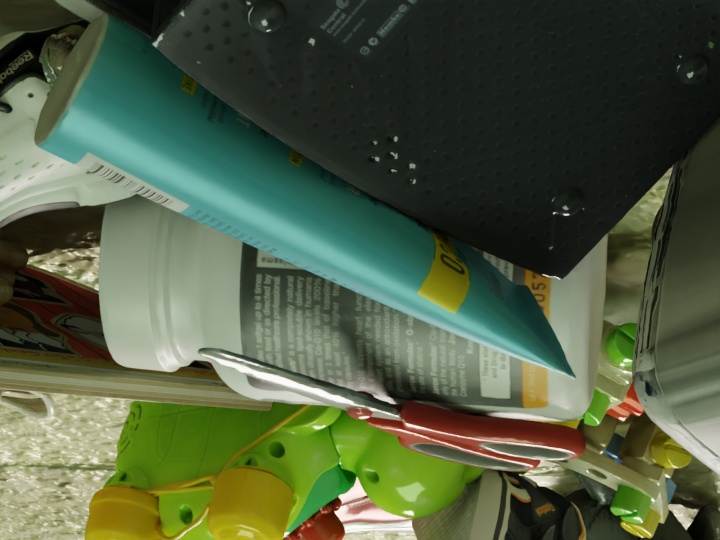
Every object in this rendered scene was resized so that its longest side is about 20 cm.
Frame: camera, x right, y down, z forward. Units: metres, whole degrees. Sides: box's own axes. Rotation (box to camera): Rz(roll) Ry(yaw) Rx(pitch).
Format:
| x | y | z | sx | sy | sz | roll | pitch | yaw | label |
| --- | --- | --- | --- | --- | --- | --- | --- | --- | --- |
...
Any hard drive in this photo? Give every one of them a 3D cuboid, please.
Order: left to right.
| x | y | z | sx | sy | sz | roll | pitch | yaw | label |
| --- | --- | --- | --- | --- | --- | --- | --- | --- | --- |
| 0.038 | -0.084 | 0.699 | 0.200 | 0.042 | 0.135 | 28 | 113 | -38 | hard drive |

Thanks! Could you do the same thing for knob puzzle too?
| x | y | z | sx | sy | sz | roll | pitch | yaw | label |
| --- | --- | --- | --- | --- | --- | --- | --- | --- | --- |
| -0.160 | 0.008 | 0.960 | 0.220 | 0.030 | 0.220 | 19 | -171 | -3 | knob puzzle |

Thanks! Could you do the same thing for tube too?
| x | y | z | sx | sy | sz | roll | pitch | yaw | label |
| --- | --- | --- | --- | --- | --- | --- | --- | --- | --- |
| -0.015 | -0.020 | 0.732 | 0.200 | 0.077 | 0.050 | 28 | 112 | -19 | tube |

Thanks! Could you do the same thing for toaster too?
| x | y | z | sx | sy | sz | roll | pitch | yaw | label |
| --- | --- | --- | --- | --- | --- | --- | --- | --- | --- |
| 0.176 | 0.000 | 0.719 | 0.114 | 0.200 | 0.129 | 35 | 145 | -26 | toaster |

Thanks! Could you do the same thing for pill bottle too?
| x | y | z | sx | sy | sz | roll | pitch | yaw | label |
| --- | --- | --- | --- | --- | --- | --- | --- | --- | --- |
| 0.000 | 0.000 | 0.871 | 0.200 | 0.116 | 0.116 | 4 | 154 | 9 | pill bottle |

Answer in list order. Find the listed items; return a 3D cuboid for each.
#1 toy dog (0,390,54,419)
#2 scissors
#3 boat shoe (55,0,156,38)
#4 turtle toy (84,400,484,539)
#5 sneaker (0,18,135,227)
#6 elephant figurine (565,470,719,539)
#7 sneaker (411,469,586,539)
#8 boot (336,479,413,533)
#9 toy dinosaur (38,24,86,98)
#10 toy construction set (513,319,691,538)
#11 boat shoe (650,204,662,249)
| x | y | z | sx | sy | sz | roll | pitch | yaw | label |
| --- | --- | --- | --- | --- | --- | --- | --- | --- | --- |
| -0.272 | 0.083 | 1.153 | 0.132 | 0.096 | 0.200 | -7 | 151 | 30 | toy dog |
| 0.004 | 0.057 | 0.830 | 0.200 | 0.014 | 0.073 | 14 | 165 | -34 | scissors |
| -0.025 | -0.092 | 0.734 | 0.200 | 0.076 | 0.060 | 19 | 158 | -23 | boat shoe |
| -0.036 | 0.086 | 1.020 | 0.200 | 0.146 | 0.101 | -9 | 142 | 32 | turtle toy |
| -0.153 | -0.050 | 0.800 | 0.200 | 0.074 | 0.080 | -29 | 152 | -22 | sneaker |
| 0.156 | 0.193 | 1.231 | 0.142 | 0.155 | 0.200 | 39 | -171 | 14 | elephant figurine |
| 0.070 | 0.141 | 1.031 | 0.079 | 0.078 | 0.200 | 33 | -168 | -3 | sneaker |
| -0.048 | 0.103 | 1.163 | 0.200 | 0.072 | 0.144 | -11 | 149 | 20 | boot |
| -0.027 | -0.052 | 0.786 | 0.200 | 0.088 | 0.047 | 27 | 155 | -18 | toy dinosaur |
| 0.126 | 0.055 | 0.975 | 0.131 | 0.092 | 0.200 | 29 | 146 | -4 | toy construction set |
| 0.219 | 0.002 | 0.872 | 0.200 | 0.072 | 0.076 | 7 | 166 | 3 | boat shoe |
